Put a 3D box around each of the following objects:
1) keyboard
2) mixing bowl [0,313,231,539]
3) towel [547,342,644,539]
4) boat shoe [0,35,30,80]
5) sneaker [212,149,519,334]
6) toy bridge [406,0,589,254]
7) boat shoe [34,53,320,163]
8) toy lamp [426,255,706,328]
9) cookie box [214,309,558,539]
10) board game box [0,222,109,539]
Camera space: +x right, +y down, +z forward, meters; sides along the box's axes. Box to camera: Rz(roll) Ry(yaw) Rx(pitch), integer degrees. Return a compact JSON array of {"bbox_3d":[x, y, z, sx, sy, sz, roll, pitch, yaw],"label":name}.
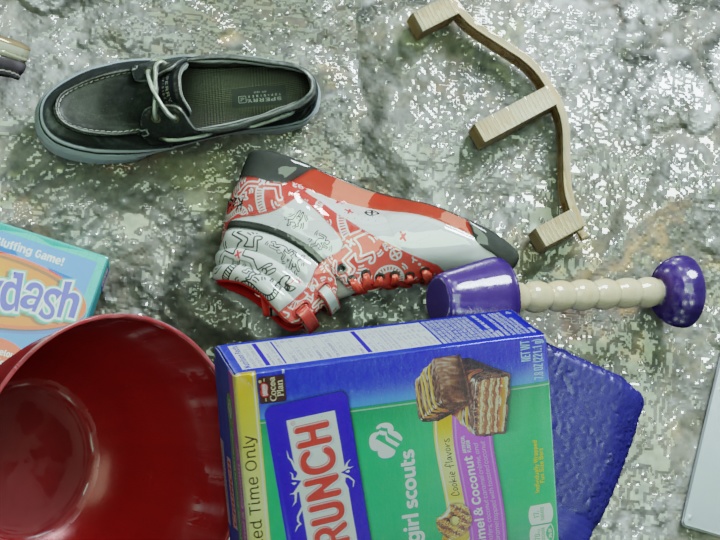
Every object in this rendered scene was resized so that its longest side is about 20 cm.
[{"bbox_3d":[0.275,0.090,1.332,0.056,0.011,0.201,15,78,2],"label":"keyboard"},{"bbox_3d":[-0.183,0.125,1.184,0.200,0.108,0.201,-1,91,-41],"label":"mixing bowl"},{"bbox_3d":[0.095,0.144,1.285,0.147,0.050,0.200,26,77,-8],"label":"towel"},{"bbox_3d":[-0.326,-0.139,1.283,0.199,0.072,0.065,4,91,-9],"label":"boat shoe"},{"bbox_3d":[-0.001,0.000,1.290,0.201,0.067,0.108,19,79,1],"label":"sneaker"},{"bbox_3d":[0.110,-0.109,1.342,0.067,0.027,0.200,-28,84,-12],"label":"toy bridge"},{"bbox_3d":[-0.125,-0.122,1.296,0.199,0.071,0.072,-10,80,-7],"label":"boat shoe"},{"bbox_3d":[0.138,0.018,1.275,0.199,0.058,0.058,0,78,-27],"label":"toy lamp"},{"bbox_3d":[0.017,0.125,1.185,0.199,0.075,0.172,-7,101,-12],"label":"cookie box"},{"bbox_3d":[-0.270,0.064,1.258,0.152,0.045,0.201,17,77,-3],"label":"board game box"}]
